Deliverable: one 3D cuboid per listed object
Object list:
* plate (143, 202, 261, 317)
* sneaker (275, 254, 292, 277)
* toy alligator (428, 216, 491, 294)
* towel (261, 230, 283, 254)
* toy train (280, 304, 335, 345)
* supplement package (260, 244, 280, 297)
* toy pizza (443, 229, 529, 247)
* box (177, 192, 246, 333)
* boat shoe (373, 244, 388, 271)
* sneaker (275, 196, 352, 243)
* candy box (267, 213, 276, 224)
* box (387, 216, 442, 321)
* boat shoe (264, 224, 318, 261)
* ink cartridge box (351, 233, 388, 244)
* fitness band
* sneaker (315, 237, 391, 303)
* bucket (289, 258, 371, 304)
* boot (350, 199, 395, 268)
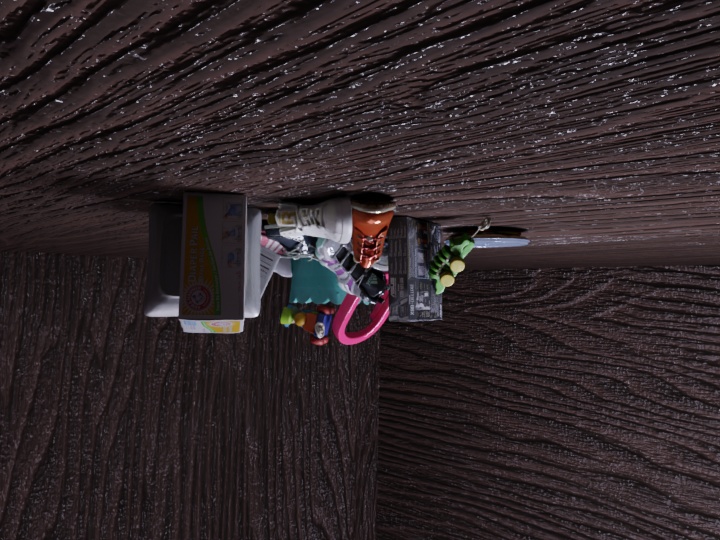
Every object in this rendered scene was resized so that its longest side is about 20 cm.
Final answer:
[{"bbox_3d":[-0.268,-0.023,1.136,0.194,0.205,0.032,2,162,-12],"label":"plate"},{"bbox_3d":[-0.238,-0.056,1.685,0.196,0.077,0.114,24,-158,-6],"label":"sneaker"},{"bbox_3d":[0.183,-0.036,1.300,0.053,0.202,0.060,22,-146,-13],"label":"toy alligator"},{"bbox_3d":[-0.238,-0.076,1.456,0.195,0.031,0.146,11,170,-15],"label":"towel"},{"bbox_3d":[-0.126,0.110,1.455,0.113,0.087,0.200,14,178,5],"label":"toy train"},{"bbox_3d":[-0.273,-0.021,1.260,0.197,0.113,0.155,29,170,-14],"label":"supplement package"},{"bbox_3d":[0.290,-0.075,1.521,0.194,0.033,0.200,0,178,0],"label":"toy pizza"},{"bbox_3d":[-0.235,-0.009,1.061,0.099,0.206,0.113,1,166,-11],"label":"box"},{"bbox_3d":[0.061,-0.036,1.414,0.198,0.066,0.074,10,-168,-29],"label":"boat shoe"},{"bbox_3d":[-0.081,-0.080,1.076,0.112,0.076,0.200,-1,180,-14],"label":"sneaker"},{"bbox_3d":[-0.071,-0.095,1.282,0.195,0.027,0.102,1,178,18],"label":"candy box"},{"bbox_3d":[0.113,0.001,1.346,0.049,0.206,0.156,-3,177,32],"label":"box"},{"bbox_3d":[-0.116,-0.051,1.284,0.073,0.064,0.199,4,176,28],"label":"boat shoe"},{"bbox_3d":[0.042,-0.081,1.437,0.117,0.043,0.198,0,179,31],"label":"ink cartridge box"},{"bbox_3d":[0.012,0.080,1.470,0.141,0.203,0.038,-3,-141,-44],"label":"fitness band"},{"bbox_3d":[0.000,0.000,1.274,0.138,0.078,0.200,30,167,33],"label":"sneaker"},{"bbox_3d":[-0.071,0.011,1.550,0.201,0.139,0.207,1,177,0],"label":"bucket"},{"bbox_3d":[0.018,-0.061,1.095,0.073,0.110,0.200,3,176,-1],"label":"boot"}]
